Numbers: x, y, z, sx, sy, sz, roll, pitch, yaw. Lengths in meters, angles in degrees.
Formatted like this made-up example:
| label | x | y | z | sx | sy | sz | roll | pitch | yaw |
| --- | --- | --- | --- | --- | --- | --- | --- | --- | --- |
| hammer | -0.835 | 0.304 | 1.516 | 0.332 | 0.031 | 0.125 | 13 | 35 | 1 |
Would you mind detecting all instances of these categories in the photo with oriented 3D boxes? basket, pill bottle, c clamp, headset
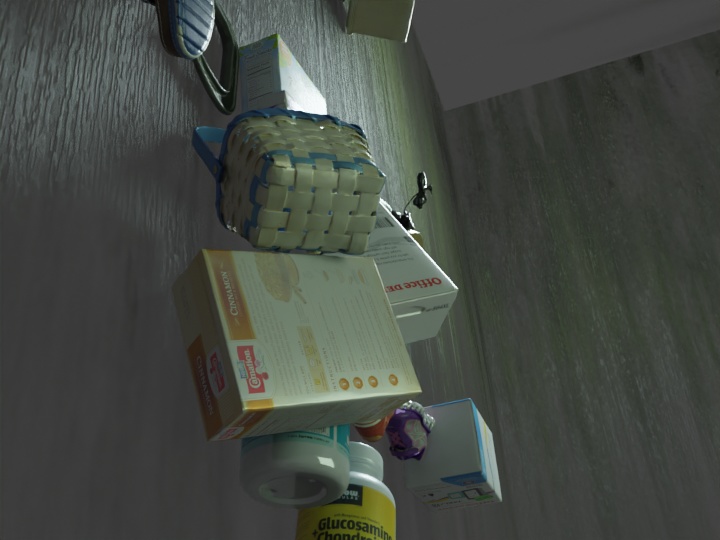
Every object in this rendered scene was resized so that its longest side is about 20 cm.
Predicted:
| label | x | y | z | sx | sy | sz | roll | pitch | yaw |
| --- | --- | --- | --- | --- | --- | --- | --- | --- | --- |
| basket | -0.075 | -0.099 | 0.750 | 0.200 | 0.175 | 0.140 | -120 | -140 | -52 |
| pill bottle | -0.017 | 0.296 | 0.799 | 0.201 | 0.111 | 0.112 | -87 | 158 | -48 |
| c clamp | -0.187 | -0.294 | 0.872 | 0.171 | 0.027 | 0.201 | 63 | 17 | -57 |
| headset | 0.041 | -0.090 | 1.203 | 0.123 | 0.200 | 0.095 | 21 | 63 | -29 |
| pill bottle | -0.066 | 0.135 | 0.762 | 0.111 | 0.110 | 0.201 | 60 | 22 | -46 |

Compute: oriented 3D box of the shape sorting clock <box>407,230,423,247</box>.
| label | x | y | z | sx | sy | sz | roll | pitch | yaw |
| --- | --- | --- | --- | --- | --- | --- | --- | --- | --- |
| shape sorting clock | 0.036 | 0.021 | 1.172 | 0.200 | 0.039 | 0.201 | -47 | 156 | -28 |

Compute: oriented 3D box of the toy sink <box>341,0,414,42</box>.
| label | x | y | z | sx | sy | sz | roll | pitch | yaw |
| --- | --- | --- | --- | --- | --- | --- | --- | --- | --- |
| toy sink | 0.022 | -0.630 | 1.728 | 0.131 | 0.198 | 0.113 | -86 | -173 | -52 |

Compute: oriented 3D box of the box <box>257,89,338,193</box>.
| label | x | y | z | sx | sy | sz | roll | pitch | yaw |
| --- | --- | --- | --- | --- | --- | --- | --- | --- | --- |
| box | -0.063 | -0.158 | 0.922 | 0.200 | 0.041 | 0.039 | 36 | 42 | -59 |

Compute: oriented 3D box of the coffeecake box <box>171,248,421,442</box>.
| label | x | y | z | sx | sy | sz | roll | pitch | yaw |
| --- | --- | --- | --- | --- | --- | --- | --- | --- | --- |
| coffeecake box | -0.059 | 0.066 | 0.682 | 0.199 | 0.073 | 0.154 | 3 | 57 | -39 |

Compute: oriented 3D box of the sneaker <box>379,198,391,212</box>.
| label | x | y | z | sx | sy | sz | roll | pitch | yaw |
| --- | --- | --- | --- | --- | --- | --- | --- | --- | --- |
| sneaker | -0.012 | -0.023 | 1.042 | 0.076 | 0.080 | 0.201 | -10 | -120 | 65 |

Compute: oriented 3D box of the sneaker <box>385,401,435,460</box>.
| label | x | y | z | sx | sy | sz | roll | pitch | yaw |
| --- | --- | --- | --- | --- | --- | --- | --- | --- | --- |
| sneaker | 0.072 | 0.276 | 1.240 | 0.200 | 0.080 | 0.089 | 47 | 50 | -56 |

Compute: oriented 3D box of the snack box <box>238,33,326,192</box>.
| label | x | y | z | sx | sy | sz | roll | pitch | yaw |
| --- | --- | --- | --- | --- | --- | --- | --- | --- | --- |
| snack box | -0.100 | -0.195 | 1.013 | 0.169 | 0.067 | 0.201 | 43 | 35 | -62 |

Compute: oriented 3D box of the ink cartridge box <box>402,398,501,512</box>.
| label | x | y | z | sx | sy | sz | roll | pitch | yaw |
| --- | --- | --- | --- | --- | --- | --- | --- | --- | --- |
| ink cartridge box | 0.174 | 0.360 | 1.391 | 0.200 | 0.146 | 0.147 | 55 | 25 | -53 |

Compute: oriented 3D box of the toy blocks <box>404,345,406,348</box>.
| label | x | y | z | sx | sy | sz | roll | pitch | yaw |
| --- | --- | --- | --- | --- | --- | --- | --- | --- | --- |
| toy blocks | 0.003 | 0.117 | 1.022 | 0.137 | 0.099 | 0.201 | 106 | -4 | -46 |

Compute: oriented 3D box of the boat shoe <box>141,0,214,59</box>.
| label | x | y | z | sx | sy | sz | roll | pitch | yaw |
| --- | --- | --- | --- | --- | --- | --- | --- | --- | --- |
| boat shoe | -0.196 | -0.303 | 0.737 | 0.072 | 0.072 | 0.202 | 37 | 47 | -69 |

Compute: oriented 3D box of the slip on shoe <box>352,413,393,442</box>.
| label | x | y | z | sx | sy | sz | roll | pitch | yaw |
| --- | --- | --- | --- | --- | --- | --- | --- | --- | --- |
| slip on shoe | 0.028 | 0.193 | 1.150 | 0.200 | 0.074 | 0.062 | -68 | 148 | -57 |

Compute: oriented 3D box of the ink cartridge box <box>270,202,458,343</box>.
| label | x | y | z | sx | sy | sz | roll | pitch | yaw |
| --- | --- | --- | --- | --- | --- | --- | --- | --- | --- |
| ink cartridge box | 0.000 | 0.000 | 0.893 | 0.200 | 0.145 | 0.085 | 52 | -43 | 35 |
